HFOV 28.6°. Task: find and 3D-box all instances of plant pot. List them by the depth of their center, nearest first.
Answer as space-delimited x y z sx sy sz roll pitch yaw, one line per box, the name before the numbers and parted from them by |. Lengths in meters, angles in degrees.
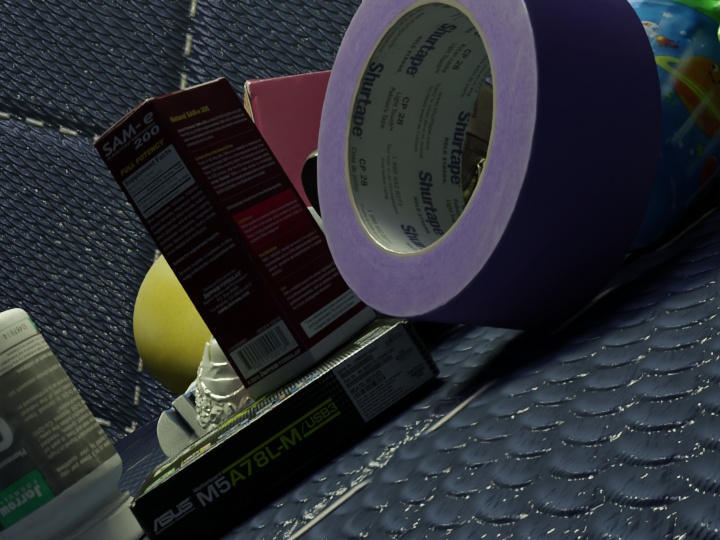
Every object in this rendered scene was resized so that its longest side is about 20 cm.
plant pot | -0.127 0.067 1.513 0.199 0.201 0.142 -34 28 -15

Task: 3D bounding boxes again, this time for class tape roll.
tape roll | 0.062 -0.071 0.762 0.084 0.202 0.200 7 -24 -34

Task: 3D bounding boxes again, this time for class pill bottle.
pill bottle | -0.254 0.140 1.087 0.113 0.201 0.113 -34 1 1

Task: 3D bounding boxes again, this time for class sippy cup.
sippy cup | 0.159 -0.081 0.829 0.130 0.139 0.179 -49 -29 -45

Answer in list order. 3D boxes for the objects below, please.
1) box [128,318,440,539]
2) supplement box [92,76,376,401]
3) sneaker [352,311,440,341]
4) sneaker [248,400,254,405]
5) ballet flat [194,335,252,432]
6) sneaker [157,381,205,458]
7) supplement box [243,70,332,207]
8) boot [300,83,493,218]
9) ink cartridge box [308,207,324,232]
box | -0.050 0.101 0.912 0.199 0.048 0.193 -34 3 -4
supplement box | -0.082 -0.025 0.953 0.061 0.201 0.109 -32 0 27
sneaker | 0.014 0.055 1.113 0.087 0.075 0.200 5 -20 -8
sneaker | -0.068 0.080 1.242 0.070 0.082 0.200 -31 3 14
ballet flat | -0.117 0.059 1.304 0.072 0.071 0.202 -32 41 53
sneaker | -0.119 0.112 1.391 0.199 0.081 0.115 -36 4 -12
supplement box | -0.041 -0.067 1.205 0.102 0.132 0.200 -8 -18 -8
boot | 0.058 -0.084 1.068 0.069 0.199 0.175 -47 22 47
ink cartridge box | 0.000 0.000 1.154 0.198 0.041 0.200 -6 -20 -20
